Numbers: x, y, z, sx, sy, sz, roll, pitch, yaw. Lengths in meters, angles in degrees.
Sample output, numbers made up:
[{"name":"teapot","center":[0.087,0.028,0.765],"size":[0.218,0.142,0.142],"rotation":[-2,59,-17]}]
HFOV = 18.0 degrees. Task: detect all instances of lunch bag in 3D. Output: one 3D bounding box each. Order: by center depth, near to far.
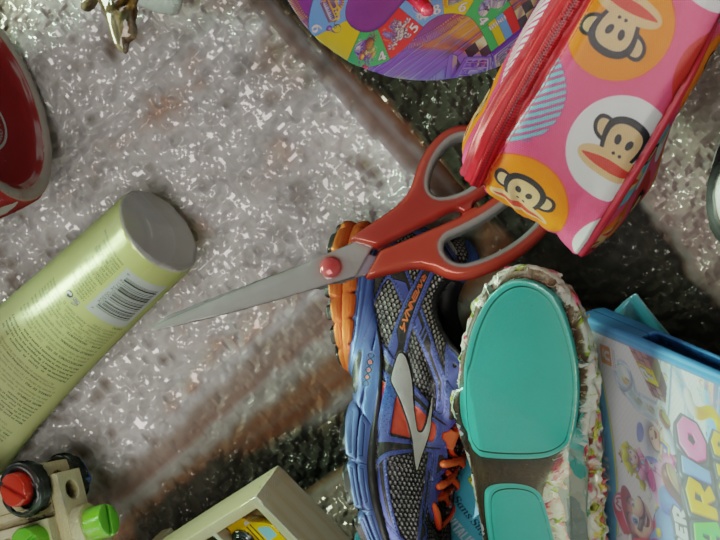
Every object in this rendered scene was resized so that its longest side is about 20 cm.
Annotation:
[{"name":"lunch bag","center":[0.124,-0.111,0.971],"size":[0.082,0.200,0.177],"rotation":[32,111,4]}]

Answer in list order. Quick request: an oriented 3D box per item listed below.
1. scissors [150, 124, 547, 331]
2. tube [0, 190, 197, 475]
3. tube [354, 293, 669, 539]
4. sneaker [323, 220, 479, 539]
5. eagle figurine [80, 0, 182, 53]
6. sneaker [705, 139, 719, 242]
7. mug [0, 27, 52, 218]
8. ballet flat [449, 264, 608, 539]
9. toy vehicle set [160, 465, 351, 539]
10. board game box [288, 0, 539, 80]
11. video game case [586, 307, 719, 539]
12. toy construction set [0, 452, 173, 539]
[{"name":"scissors","center":[0.000,0.000,1.089],"size":[0.199,0.014,0.073],"rotation":[-32,77,-10]},{"name":"tube","center":[-0.166,0.034,1.196],"size":[0.200,0.052,0.058],"rotation":[-42,61,30]},{"name":"tube","center":[0.086,0.097,1.139],"size":[0.200,0.050,0.077],"rotation":[-39,107,19]},{"name":"sneaker","center":[0.031,0.070,1.106],"size":[0.078,0.075,0.202],"rotation":[-8,84,11]},{"name":"eagle figurine","center":[-0.050,-0.188,1.058],"size":[0.199,0.151,0.152],"rotation":[-33,141,-9]},{"name":"sneaker","center":[0.226,-0.078,1.016],"size":[0.074,0.080,0.200],"rotation":[43,116,-1]},{"name":"mug","center":[-0.268,-0.036,1.144],"size":[0.199,0.178,0.134],"rotation":[-20,131,18]},{"name":"ballet flat","center":[0.085,0.083,1.080],"size":[0.075,0.064,0.202],"rotation":[7,113,22]},{"name":"toy vehicle set","center":[-0.016,0.199,1.144],"size":[0.200,0.027,0.124],"rotation":[47,131,-9]},{"name":"board game box","center":[0.054,-0.168,1.007],"size":[0.157,0.039,0.201],"rotation":[4,117,-30]},{"name":"video game case","center":[0.161,0.107,1.022],"size":[0.018,0.200,0.144],"rotation":[-14,108,-22]},{"name":"toy construction set","center":[-0.179,0.172,1.218],"size":[0.199,0.092,0.132],"rotation":[-16,85,16]}]
